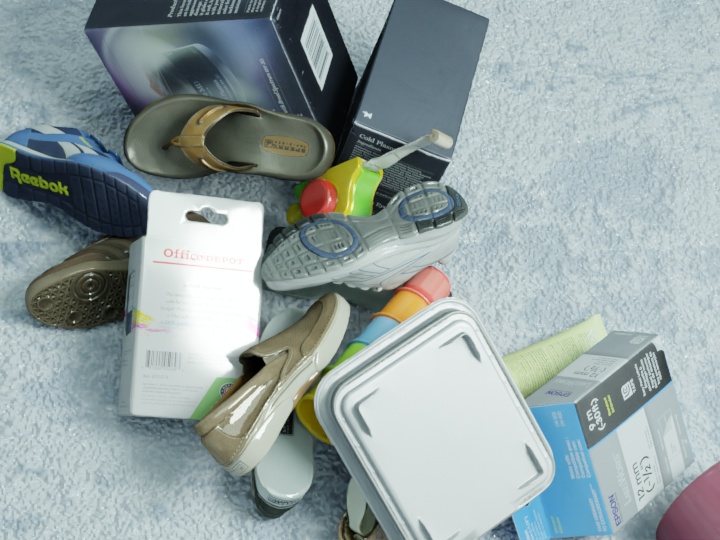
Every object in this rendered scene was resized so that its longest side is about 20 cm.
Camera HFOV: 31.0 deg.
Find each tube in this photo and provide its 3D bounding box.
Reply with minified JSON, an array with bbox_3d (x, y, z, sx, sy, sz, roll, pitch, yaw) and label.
[{"bbox_3d":[0.180,0.105,1.313,0.199,0.059,0.052,-16,30,-28],"label":"tube"}]

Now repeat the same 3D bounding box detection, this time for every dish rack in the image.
[{"bbox_3d":[0.073,0.143,1.120,0.171,0.043,0.201,-32,101,-15],"label":"dish rack"}]

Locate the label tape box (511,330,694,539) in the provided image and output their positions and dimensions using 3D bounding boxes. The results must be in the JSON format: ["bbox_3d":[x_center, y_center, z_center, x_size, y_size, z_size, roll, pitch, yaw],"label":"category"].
[{"bbox_3d":[0.220,0.166,1.226,0.199,0.066,0.144,-32,112,-35],"label":"label tape box"}]

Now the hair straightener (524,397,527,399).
[{"bbox_3d":[0.191,0.142,1.285,0.200,0.077,0.041,-40,41,-23],"label":"hair straightener"}]

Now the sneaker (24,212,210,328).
[{"bbox_3d":[-0.230,-0.004,1.252,0.198,0.071,0.076,-16,40,-23],"label":"sneaker"}]

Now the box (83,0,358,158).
[{"bbox_3d":[-0.131,-0.208,1.273,0.197,0.201,0.124,1,54,21],"label":"box"}]

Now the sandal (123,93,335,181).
[{"bbox_3d":[-0.124,-0.117,1.209,0.198,0.055,0.083,9,98,3],"label":"sandal"}]

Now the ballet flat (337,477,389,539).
[{"bbox_3d":[0.029,0.164,1.159,0.067,0.068,0.202,16,91,-42],"label":"ballet flat"}]

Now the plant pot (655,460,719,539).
[{"bbox_3d":[0.378,0.273,1.195,0.199,0.201,0.179,-22,52,-27],"label":"plant pot"}]

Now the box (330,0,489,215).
[{"bbox_3d":[0.040,-0.152,1.341,0.103,0.182,0.201,20,56,-4],"label":"box"}]

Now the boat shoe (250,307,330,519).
[{"bbox_3d":[-0.074,0.130,1.206,0.070,0.064,0.201,14,56,-11],"label":"boat shoe"}]

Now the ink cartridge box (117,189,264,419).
[{"bbox_3d":[-0.154,0.035,1.190,0.116,0.067,0.202,6,82,-20],"label":"ink cartridge box"}]

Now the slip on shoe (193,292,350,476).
[{"bbox_3d":[-0.077,0.086,1.146,0.061,0.076,0.201,41,59,-12],"label":"slip on shoe"}]

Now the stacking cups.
[{"bbox_3d":[0.015,0.071,1.202,0.060,0.061,0.200,34,53,6],"label":"stacking cups"}]

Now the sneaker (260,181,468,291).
[{"bbox_3d":[0.007,-0.012,1.194,0.198,0.088,0.075,-14,47,-10],"label":"sneaker"}]

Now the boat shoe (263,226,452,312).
[{"bbox_3d":[0.000,0.000,1.302,0.198,0.076,0.061,14,62,-9],"label":"boat shoe"}]

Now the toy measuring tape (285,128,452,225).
[{"bbox_3d":[0.005,-0.069,1.224,0.073,0.199,0.074,25,56,-44],"label":"toy measuring tape"}]

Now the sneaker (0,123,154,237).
[{"bbox_3d":[-0.265,-0.096,1.255,0.199,0.074,0.082,23,38,23],"label":"sneaker"}]
